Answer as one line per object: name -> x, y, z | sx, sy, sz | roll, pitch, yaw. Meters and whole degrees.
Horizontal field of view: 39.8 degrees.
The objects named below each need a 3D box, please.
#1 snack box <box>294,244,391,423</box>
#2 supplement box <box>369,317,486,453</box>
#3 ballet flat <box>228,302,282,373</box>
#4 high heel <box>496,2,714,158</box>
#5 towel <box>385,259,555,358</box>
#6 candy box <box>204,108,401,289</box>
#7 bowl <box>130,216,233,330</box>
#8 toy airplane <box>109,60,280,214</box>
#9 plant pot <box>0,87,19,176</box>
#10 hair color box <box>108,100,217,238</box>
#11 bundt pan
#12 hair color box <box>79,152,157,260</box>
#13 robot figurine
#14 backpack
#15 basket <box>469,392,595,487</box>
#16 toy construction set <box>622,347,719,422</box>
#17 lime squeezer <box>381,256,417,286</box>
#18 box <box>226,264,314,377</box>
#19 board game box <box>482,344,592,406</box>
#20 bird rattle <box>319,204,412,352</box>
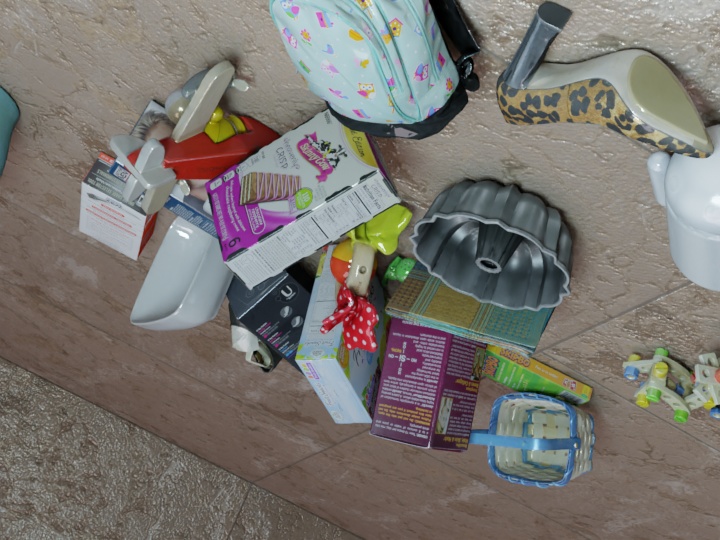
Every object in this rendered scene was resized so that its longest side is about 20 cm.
snack box -> -0.018, 0.090, 1.425 | 0.067, 0.201, 0.169 | -5, 139, 20
supplement box -> 0.102, 0.150, 1.424 | 0.102, 0.202, 0.131 | 8, 173, 31
ballet flat -> -0.198, 0.131, 1.858 | 0.067, 0.069, 0.200 | 10, 152, 31
high heel -> 0.218, -0.140, 0.913 | 0.200, 0.071, 0.143 | 40, 151, 10
towel -> 0.148, 0.039, 1.276 | 0.198, 0.147, 0.022 | 15, 128, 20
candy box -> -0.068, -0.088, 1.104 | 0.199, 0.137, 0.061 | -30, 137, 9
bowl -> -0.251, 0.004, 1.499 | 0.074, 0.202, 0.199 | 30, 158, -27
toy airplane -> -0.208, -0.155, 1.183 | 0.199, 0.142, 0.199 | -27, 156, 4
plant pot -> -0.598, -0.188, 1.439 | 0.198, 0.189, 0.201 | 20, 156, 10
hair color box -> -0.222, -0.125, 1.324 | 0.199, 0.101, 0.060 | 31, 160, -16
bundt pan -> 0.163, -0.037, 1.181 | 0.200, 0.076, 0.202 | 20, 156, 9
hair color box -> -0.382, -0.097, 1.575 | 0.110, 0.064, 0.200 | 28, 157, -6
robot figurine -> 0.344, -0.058, 0.929 | 0.169, 0.113, 0.200 | 29, 162, 32
backpack -> 0.007, -0.216, 0.906 | 0.165, 0.127, 0.201 | 14, 151, 30
basket -> 0.255, 0.259, 1.526 | 0.175, 0.141, 0.199 | 0, 178, 42
toy construction set -> 0.437, 0.141, 1.284 | 0.130, 0.093, 0.200 | 28, 166, -7
lime squeezer -> 0.067, 0.007, 1.394 | 0.070, 0.038, 0.199 | 31, 171, -29
box -> -0.108, 0.060, 1.534 | 0.200, 0.106, 0.122 | 45, -174, -40
board game box -> 0.254, 0.163, 1.559 | 0.198, 0.030, 0.096 | 24, 155, -6
bird rattle -> 0.000, 0.000, 1.290 | 0.111, 0.203, 0.163 | 3, -174, -7
